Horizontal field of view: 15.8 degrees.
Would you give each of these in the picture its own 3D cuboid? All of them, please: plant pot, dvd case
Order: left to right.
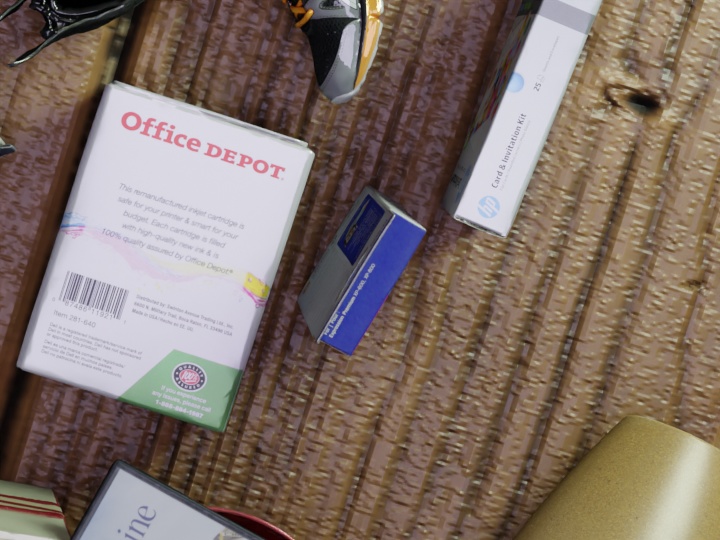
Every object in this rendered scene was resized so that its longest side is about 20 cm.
[{"bbox_3d":[-0.100,0.226,1.613,0.200,0.018,0.143,28,78,3],"label":"dvd case"},{"bbox_3d":[0.176,0.205,1.734,0.186,0.186,0.200,27,80,-6],"label":"plant pot"}]

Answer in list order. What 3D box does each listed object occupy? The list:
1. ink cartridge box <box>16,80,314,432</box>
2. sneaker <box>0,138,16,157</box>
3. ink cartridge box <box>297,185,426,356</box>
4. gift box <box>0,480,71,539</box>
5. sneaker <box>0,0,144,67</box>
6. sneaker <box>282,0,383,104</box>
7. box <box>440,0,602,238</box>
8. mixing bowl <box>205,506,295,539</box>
[{"bbox_3d":[-0.129,-0.012,1.728,0.145,0.084,0.200,18,94,-5],"label":"ink cartridge box"},{"bbox_3d":[-0.298,-0.069,1.714,0.129,0.079,0.200,15,84,4],"label":"sneaker"},{"bbox_3d":[0.000,0.000,1.680,0.037,0.200,0.095,31,94,-6],"label":"ink cartridge box"},{"bbox_3d":[-0.298,0.203,1.696,0.186,0.185,0.200,10,91,-13],"label":"gift box"},{"bbox_3d":[-0.151,-0.199,1.700,0.200,0.104,0.060,-31,96,0],"label":"sneaker"},{"bbox_3d":[-0.032,-0.208,1.718,0.077,0.078,0.200,-6,85,-17],"label":"sneaker"},{"bbox_3d":[0.110,-0.124,1.698,0.041,0.156,0.200,21,94,-3],"label":"box"},{"bbox_3d":[-0.109,0.246,1.741,0.200,0.108,0.201,0,96,-4],"label":"mixing bowl"}]
